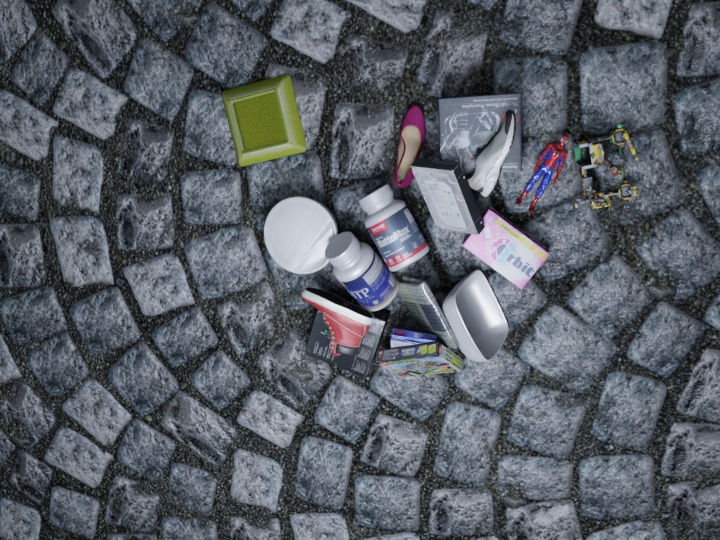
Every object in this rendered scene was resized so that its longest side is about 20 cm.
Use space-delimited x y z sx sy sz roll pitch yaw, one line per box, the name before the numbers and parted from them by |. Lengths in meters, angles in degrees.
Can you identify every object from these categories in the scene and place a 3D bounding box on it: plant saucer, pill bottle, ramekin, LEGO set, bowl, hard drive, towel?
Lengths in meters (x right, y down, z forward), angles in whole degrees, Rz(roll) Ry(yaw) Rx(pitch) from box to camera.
plant saucer | -0.258 -0.388 1.686 0.197 0.048 0.203 -11 101 12
pill bottle | 0.080 -0.112 1.654 0.119 0.120 0.202 -28 97 15
ramekin | -0.148 -0.099 1.711 0.199 0.094 0.206 2 103 10
LEGO set | 0.583 -0.240 1.532 0.151 0.116 0.203 -2 103 10
bowl | 0.283 0.121 1.643 0.074 0.200 0.201 -23 99 37
hard drive | 0.213 -0.179 1.574 0.139 0.038 0.201 17 145 45
towel | 0.170 0.105 1.660 0.034 0.200 0.194 -33 100 -14
pill bottle | 0.000 0.000 1.655 0.119 0.120 0.200 -31 124 15

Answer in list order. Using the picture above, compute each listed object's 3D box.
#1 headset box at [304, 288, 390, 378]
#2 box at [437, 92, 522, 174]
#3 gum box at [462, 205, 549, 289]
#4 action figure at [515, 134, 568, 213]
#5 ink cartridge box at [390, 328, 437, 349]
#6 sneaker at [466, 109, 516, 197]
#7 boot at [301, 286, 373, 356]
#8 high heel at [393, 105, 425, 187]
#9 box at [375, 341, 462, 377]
headset box | -0.041 0.167 1.754 0.197 0.093 0.176 19 106 6
box | 0.291 -0.331 1.572 0.197 0.104 0.185 -1 104 11
gum box | 0.371 -0.055 1.640 0.199 0.066 0.114 36 108 0
action figure | 0.456 -0.241 1.594 0.065 0.052 0.202 28 104 6
ink cartridge box | 0.139 0.203 1.692 0.118 0.201 0.042 8 64 8
sneaker | 0.304 -0.274 1.493 0.078 0.074 0.202 24 107 9
boot | -0.082 0.139 1.672 0.198 0.072 0.146 27 107 1
high heel | 0.123 -0.308 1.611 0.066 0.096 0.203 7 104 8
box | 0.148 0.231 1.662 0.198 0.035 0.110 -14 142 41
